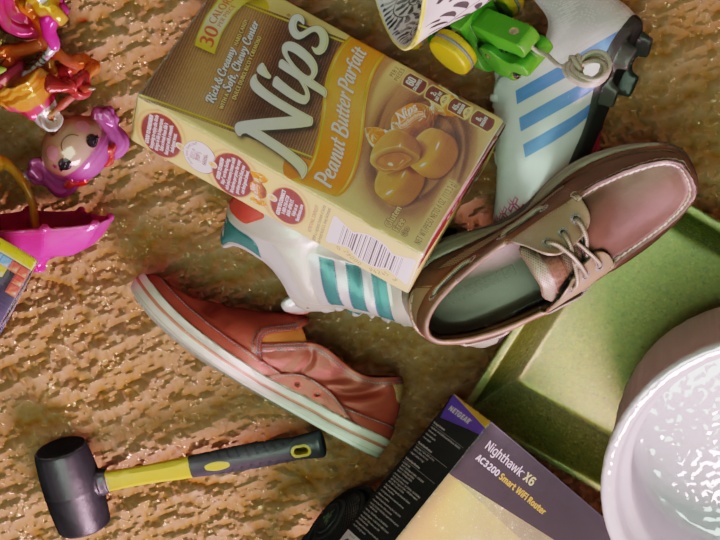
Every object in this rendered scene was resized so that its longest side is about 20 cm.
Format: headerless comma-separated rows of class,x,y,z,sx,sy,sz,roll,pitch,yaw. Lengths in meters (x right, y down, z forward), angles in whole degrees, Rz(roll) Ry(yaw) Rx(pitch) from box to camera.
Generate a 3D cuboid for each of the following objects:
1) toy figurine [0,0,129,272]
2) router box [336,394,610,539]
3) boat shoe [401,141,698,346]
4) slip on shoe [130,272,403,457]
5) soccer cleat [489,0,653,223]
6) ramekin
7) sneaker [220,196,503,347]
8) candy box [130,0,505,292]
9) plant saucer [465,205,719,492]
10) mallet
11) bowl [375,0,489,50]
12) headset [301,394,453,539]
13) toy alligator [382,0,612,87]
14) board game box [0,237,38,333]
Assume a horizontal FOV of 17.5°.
toy figurine,-0.218,-0.095,1.483,0.200,0.150,0.184,-42,117,-8
router box,0.083,0.200,1.517,0.200,0.052,0.157,40,86,-33
boat shoe,0.119,-0.008,1.423,0.200,0.072,0.076,-31,110,11
slip on shoe,-0.060,0.052,1.537,0.200,0.074,0.061,29,86,-5
soccer cleat,0.113,-0.088,1.477,0.086,0.070,0.200,29,113,18
ramekin,0.250,0.117,1.463,0.200,0.098,0.201,2,110,5
sneaker,0.000,0.000,1.516,0.200,0.070,0.093,33,122,-8
candy box,-0.027,-0.087,1.435,0.200,0.116,0.055,29,149,4
plant saucer,0.200,0.054,1.522,0.199,0.048,0.200,29,110,-6
mallet,-0.120,0.143,1.580,0.199,0.041,0.066,-4,110,8
bowl,0.058,-0.234,1.366,0.094,0.201,0.201,-8,109,-9
headset,0.027,0.180,1.581,0.123,0.094,0.200,19,125,-9
toy alligator,0.080,-0.141,1.426,0.059,0.200,0.054,-50,144,-13
board game box,-0.313,-0.013,1.482,0.200,0.165,0.057,30,70,-6
